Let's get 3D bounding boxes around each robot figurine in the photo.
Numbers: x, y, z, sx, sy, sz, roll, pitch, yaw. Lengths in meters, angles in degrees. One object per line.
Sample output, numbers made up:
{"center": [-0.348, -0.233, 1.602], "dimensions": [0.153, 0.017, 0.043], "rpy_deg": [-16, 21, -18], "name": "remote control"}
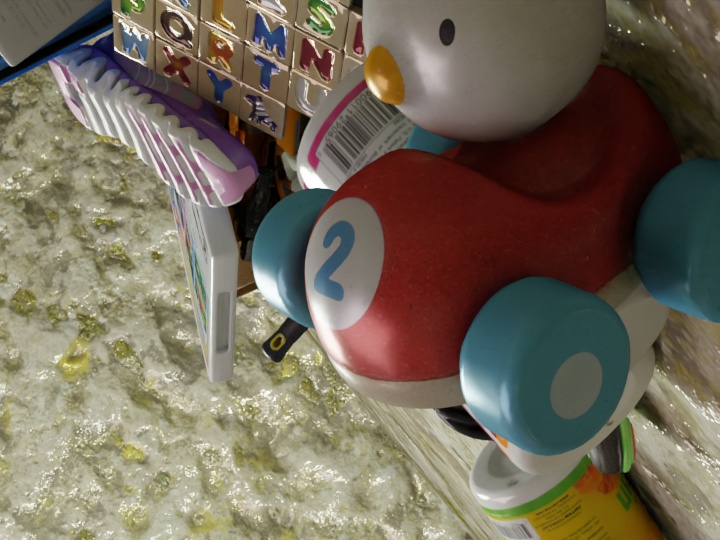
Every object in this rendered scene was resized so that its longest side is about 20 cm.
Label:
{"center": [-0.076, -0.108, 0.986], "dimensions": [0.145, 0.058, 0.201], "rpy_deg": [-114, 24, -51], "name": "robot figurine"}

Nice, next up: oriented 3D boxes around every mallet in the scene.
{"center": [0.000, 0.000, 0.973], "dimensions": [0.066, 0.201, 0.041], "rpy_deg": [41, -159, 18], "name": "mallet"}

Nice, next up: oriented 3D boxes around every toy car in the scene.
{"center": [0.039, -0.067, 0.523], "dimensions": [0.184, 0.176, 0.201], "rpy_deg": [24, 141, 52], "name": "toy car"}

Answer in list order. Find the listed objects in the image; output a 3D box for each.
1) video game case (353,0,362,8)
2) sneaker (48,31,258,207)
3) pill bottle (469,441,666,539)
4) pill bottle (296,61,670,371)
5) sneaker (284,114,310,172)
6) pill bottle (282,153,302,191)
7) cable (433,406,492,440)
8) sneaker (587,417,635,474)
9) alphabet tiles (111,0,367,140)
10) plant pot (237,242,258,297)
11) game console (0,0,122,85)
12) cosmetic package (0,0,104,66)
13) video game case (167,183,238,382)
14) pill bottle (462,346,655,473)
{"center": [-0.017, -0.182, 0.829], "dimensions": [0.200, 0.019, 0.143], "rpy_deg": [46, 171, 33], "name": "video game case"}
{"center": [-0.131, -0.120, 0.930], "dimensions": [0.200, 0.088, 0.081], "rpy_deg": [36, 154, 35], "name": "sneaker"}
{"center": [0.186, 0.220, 1.105], "dimensions": [0.201, 0.111, 0.111], "rpy_deg": [55, 172, -18], "name": "pill bottle"}
{"center": [0.064, -0.020, 0.724], "dimensions": [0.200, 0.113, 0.114], "rpy_deg": [49, 172, 27], "name": "pill bottle"}
{"center": [-0.031, -0.123, 1.015], "dimensions": [0.089, 0.077, 0.200], "rpy_deg": [65, 166, -12], "name": "sneaker"}
{"center": [-0.098, -0.139, 1.159], "dimensions": [0.200, 0.113, 0.113], "rpy_deg": [53, 172, -7], "name": "pill bottle"}
{"center": [0.081, 0.060, 1.098], "dimensions": [0.163, 0.051, 0.200], "rpy_deg": [31, -158, -10], "name": "cable"}
{"center": [0.114, 0.066, 0.928], "dimensions": [0.200, 0.084, 0.077], "rpy_deg": [50, 173, 18], "name": "sneaker"}
{"center": [-0.068, -0.149, 0.799], "dimensions": [0.199, 0.008, 0.168], "rpy_deg": [29, 145, 12], "name": "alphabet tiles"}
{"center": [-0.109, -0.090, 1.295], "dimensions": [0.186, 0.185, 0.201], "rpy_deg": [141, 104, -82], "name": "plant pot"}
{"center": [-0.204, -0.224, 0.941], "dimensions": [0.172, 0.199, 0.118], "rpy_deg": [64, 180, 9], "name": "game console"}
{"center": [-0.184, -0.237, 0.883], "dimensions": [0.101, 0.200, 0.071], "rpy_deg": [45, 169, 40], "name": "cosmetic package"}
{"center": [-0.125, -0.043, 1.036], "dimensions": [0.182, 0.024, 0.201], "rpy_deg": [100, 157, -57], "name": "video game case"}
{"center": [0.079, 0.021, 0.836], "dimensions": [0.200, 0.109, 0.110], "rpy_deg": [48, 171, 31], "name": "pill bottle"}
